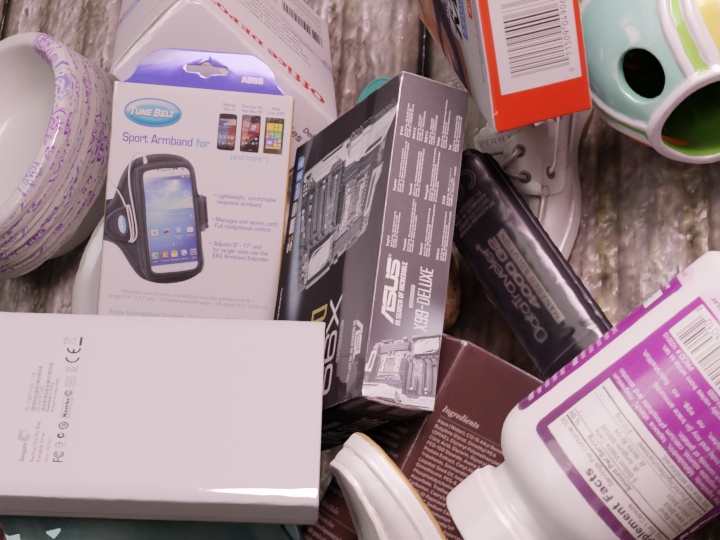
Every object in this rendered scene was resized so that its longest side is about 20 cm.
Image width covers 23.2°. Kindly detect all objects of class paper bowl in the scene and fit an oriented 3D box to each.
[{"bbox_3d":[-0.276,-0.089,1.463,0.200,0.104,0.201,-22,54,33],"label":"paper bowl"}]

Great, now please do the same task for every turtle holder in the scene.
[{"bbox_3d":[0.206,-0.145,1.006,0.185,0.141,0.132,-29,48,28],"label":"turtle holder"}]

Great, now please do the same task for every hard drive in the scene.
[{"bbox_3d":[-0.121,0.079,0.963,0.199,0.026,0.132,2,45,-1],"label":"hard drive"}]

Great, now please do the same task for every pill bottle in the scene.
[{"bbox_3d":[0.147,0.092,0.932,0.200,0.112,0.112,-40,45,9],"label":"pill bottle"}]

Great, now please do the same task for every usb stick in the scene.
[{"bbox_3d":[0.106,0.014,1.047,0.055,0.033,0.200,-47,62,28],"label":"usb stick"}]

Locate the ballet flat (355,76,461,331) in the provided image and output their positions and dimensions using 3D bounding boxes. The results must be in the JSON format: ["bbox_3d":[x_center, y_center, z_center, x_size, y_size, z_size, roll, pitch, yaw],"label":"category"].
[{"bbox_3d":[0.032,-0.039,1.169,0.070,0.065,0.200,-29,47,36],"label":"ballet flat"}]

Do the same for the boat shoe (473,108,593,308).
[{"bbox_3d":[0.100,-0.073,1.119,0.071,0.069,0.200,-8,61,41],"label":"boat shoe"}]

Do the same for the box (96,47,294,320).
[{"bbox_3d":[-0.108,-0.043,1.152,0.041,0.119,0.201,-156,71,-86],"label":"box"}]

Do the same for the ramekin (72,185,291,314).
[{"bbox_3d":[-0.121,0.011,1.265,0.202,0.094,0.203,-23,52,33],"label":"ramekin"}]

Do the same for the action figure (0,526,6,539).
[{"bbox_3d":[-0.206,0.211,1.190,0.134,0.149,0.200,-2,98,53],"label":"action figure"}]

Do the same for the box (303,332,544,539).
[{"bbox_3d":[0.028,0.139,1.042,0.200,0.075,0.100,-65,17,-4],"label":"box"}]

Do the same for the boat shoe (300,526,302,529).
[{"bbox_3d":[-0.100,0.223,1.139,0.074,0.069,0.200,-1,66,43],"label":"boat shoe"}]

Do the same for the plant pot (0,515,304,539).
[{"bbox_3d":[-0.114,0.147,1.031,0.134,0.200,0.200,-28,46,1],"label":"plant pot"}]

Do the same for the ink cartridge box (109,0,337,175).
[{"bbox_3d":[-0.096,-0.160,1.256,0.084,0.145,0.200,-42,23,18],"label":"ink cartridge box"}]

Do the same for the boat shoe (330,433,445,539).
[{"bbox_3d":[0.024,0.187,0.944,0.069,0.200,0.071,-27,5,-9],"label":"boat shoe"}]

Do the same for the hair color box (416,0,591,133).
[{"bbox_3d":[0.076,-0.175,1.055,0.064,0.111,0.200,-14,28,-4],"label":"hair color box"}]

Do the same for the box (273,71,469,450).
[{"bbox_3d":[0.000,0.000,1.063,0.158,0.050,0.200,-28,51,62],"label":"box"}]
